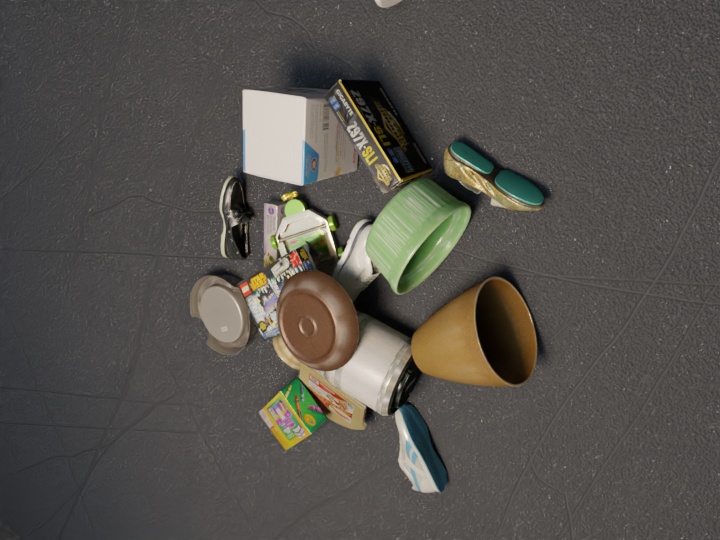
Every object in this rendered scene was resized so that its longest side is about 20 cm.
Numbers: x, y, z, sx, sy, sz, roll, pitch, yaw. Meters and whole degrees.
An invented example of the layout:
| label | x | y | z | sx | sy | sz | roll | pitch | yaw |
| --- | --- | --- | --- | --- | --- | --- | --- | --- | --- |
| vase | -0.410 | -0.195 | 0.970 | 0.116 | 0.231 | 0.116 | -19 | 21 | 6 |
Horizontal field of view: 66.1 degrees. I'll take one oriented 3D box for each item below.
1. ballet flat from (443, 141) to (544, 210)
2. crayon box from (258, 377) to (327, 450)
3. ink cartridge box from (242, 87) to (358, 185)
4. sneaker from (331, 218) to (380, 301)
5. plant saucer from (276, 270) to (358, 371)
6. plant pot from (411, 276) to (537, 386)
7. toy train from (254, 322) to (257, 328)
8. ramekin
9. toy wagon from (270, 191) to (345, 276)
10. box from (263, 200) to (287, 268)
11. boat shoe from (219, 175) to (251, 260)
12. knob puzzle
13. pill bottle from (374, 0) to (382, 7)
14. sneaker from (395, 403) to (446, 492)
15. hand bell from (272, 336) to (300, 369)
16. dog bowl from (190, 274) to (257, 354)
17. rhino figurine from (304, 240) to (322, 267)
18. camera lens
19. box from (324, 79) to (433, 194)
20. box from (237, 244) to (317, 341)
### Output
| label | x | y | z | sx | sy | sz | roll | pitch | yaw |
| --- | --- | --- | --- | --- | --- | --- | --- | --- | --- |
| ballet flat | 0.229 | -0.152 | 0.972 | 0.198 | 0.070 | 0.072 | 36 | 120 | 15 |
| crayon box | -0.165 | 0.347 | 1.322 | 0.120 | 0.058 | 0.200 | 52 | 144 | 7 |
| ink cartridge box | -0.106 | -0.261 | 1.047 | 0.143 | 0.199 | 0.151 | 15 | 113 | 26 |
| sneaker | 0.000 | 0.000 | 1.135 | 0.080 | 0.075 | 0.204 | 36 | 122 | 28 |
| plant saucer | -0.094 | 0.104 | 1.069 | 0.195 | 0.036 | 0.207 | 10 | 108 | 30 |
| plant pot | 0.194 | 0.133 | 1.025 | 0.198 | 0.185 | 0.190 | -25 | 93 | 45 |
| toy train | -0.190 | 0.074 | 1.296 | 0.034 | 0.045 | 0.200 | 51 | 121 | 11 |
| ramekin | 0.099 | -0.065 | 0.996 | 0.098 | 0.198 | 0.202 | 43 | 122 | 19 |
| toy wagon | -0.118 | -0.071 | 1.193 | 0.151 | 0.040 | 0.206 | -16 | 97 | 15 |
| box | -0.195 | -0.055 | 1.260 | 0.038 | 0.041 | 0.206 | 14 | 111 | 26 |
| boat shoe | -0.281 | -0.114 | 1.273 | 0.065 | 0.074 | 0.205 | 20 | 115 | 20 |
| knob puzzle | -0.062 | 0.291 | 1.260 | 0.216 | 0.031 | 0.222 | 29 | 148 | 20 |
| pill bottle | 0.021 | -0.564 | 0.928 | 0.111 | 0.112 | 0.203 | -34 | 87 | 33 |
| sneaker | 0.113 | 0.390 | 1.201 | 0.079 | 0.076 | 0.205 | -21 | 93 | 35 |
| hand bell | -0.100 | 0.118 | 1.249 | 0.104 | 0.104 | 0.200 | 46 | 109 | 8 |
| dog bowl | -0.336 | 0.104 | 1.383 | 0.195 | 0.058 | 0.206 | 10 | 111 | 28 |
| rhino figurine | -0.105 | 0.038 | 1.168 | 0.085 | 0.060 | 0.206 | -1 | 107 | 13 |
| camera lens | 0.020 | 0.186 | 1.139 | 0.196 | 0.159 | 0.164 | 26 | 117 | 21 |
| box | 0.037 | -0.244 | 0.993 | 0.049 | 0.159 | 0.203 | -33 | 88 | 33 |
| box | -0.158 | 0.051 | 1.144 | 0.197 | 0.040 | 0.140 | -27 | 89 | 37 |
